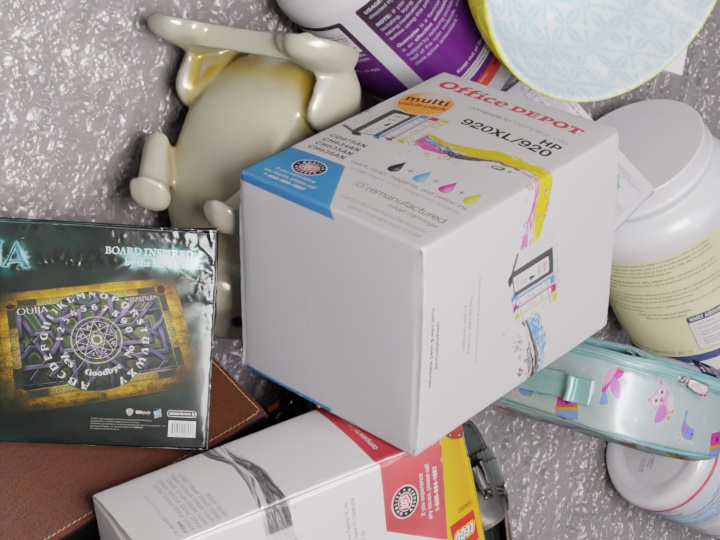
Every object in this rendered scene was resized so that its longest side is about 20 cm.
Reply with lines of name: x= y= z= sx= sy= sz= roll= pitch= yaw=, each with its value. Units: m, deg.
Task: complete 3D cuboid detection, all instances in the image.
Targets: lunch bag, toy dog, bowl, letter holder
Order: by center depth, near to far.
letter holder: x=-0.184 y=0.120 z=1.135 sx=0.200 sy=0.142 sz=0.101 roll=-30 pitch=151 yaw=-32
toy dog: x=-0.077 y=-0.055 z=1.180 sx=0.194 sy=0.139 sz=0.201 roll=6 pitch=96 yaw=-75
bowl: x=0.144 y=-0.226 z=1.217 sx=0.199 sy=0.108 sz=0.201 roll=-14 pitch=121 yaw=-24
lunch bag: x=0.182 y=0.090 z=1.395 sx=0.160 sy=0.199 sz=0.077 roll=20 pitch=84 yaw=-42

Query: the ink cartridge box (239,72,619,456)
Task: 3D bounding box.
ink cartridge box: x=0.045 y=-0.013 z=1.107 sx=0.200 sy=0.147 sz=0.145 roll=-30 pitch=132 yaw=-41

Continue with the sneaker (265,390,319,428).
sneaker: x=-0.032 y=0.090 z=1.268 sx=0.200 sy=0.070 sz=0.090 roll=-29 pitch=133 yaw=-37

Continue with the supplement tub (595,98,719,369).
supplement tub: x=0.259 y=-0.028 z=1.480 sx=0.145 sy=0.145 sz=0.200 roll=-50 pitch=129 yaw=-23

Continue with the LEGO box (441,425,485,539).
LEGO box: x=-0.005 y=0.201 z=1.327 sx=0.200 sy=0.077 sz=0.150 roll=-31 pitch=120 yaw=-35

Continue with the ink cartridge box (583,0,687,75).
ink cartridge box: x=0.179 y=-0.262 z=1.361 sx=0.125 sy=0.128 sz=0.201 roll=6 pitch=95 yaw=-44

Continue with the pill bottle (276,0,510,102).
pill bottle: x=0.016 y=-0.190 z=1.232 sx=0.200 sy=0.112 sz=0.113 roll=40 pitch=72 yaw=-42

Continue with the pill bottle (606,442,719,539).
pill bottle: x=0.318 y=0.183 z=1.611 sx=0.200 sy=0.108 sz=0.109 roll=26 pitch=82 yaw=-44

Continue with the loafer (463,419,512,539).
loafer: x=0.101 y=0.207 z=1.440 sx=0.072 sy=0.063 sz=0.201 roll=-29 pitch=118 yaw=-36

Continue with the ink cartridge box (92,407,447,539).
ink cartridge box: x=-0.051 y=0.177 z=1.083 sx=0.199 sy=0.083 sz=0.148 roll=-19 pitch=121 yaw=-24

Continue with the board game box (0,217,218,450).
board game box: x=-0.187 y=0.036 z=1.068 sx=0.199 sy=0.028 sz=0.136 roll=4 pitch=92 yaw=-9

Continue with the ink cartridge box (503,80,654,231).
ink cartridge box: x=0.112 y=-0.051 z=1.308 sx=0.137 sy=0.076 sz=0.200 roll=48 pitch=40 yaw=1
